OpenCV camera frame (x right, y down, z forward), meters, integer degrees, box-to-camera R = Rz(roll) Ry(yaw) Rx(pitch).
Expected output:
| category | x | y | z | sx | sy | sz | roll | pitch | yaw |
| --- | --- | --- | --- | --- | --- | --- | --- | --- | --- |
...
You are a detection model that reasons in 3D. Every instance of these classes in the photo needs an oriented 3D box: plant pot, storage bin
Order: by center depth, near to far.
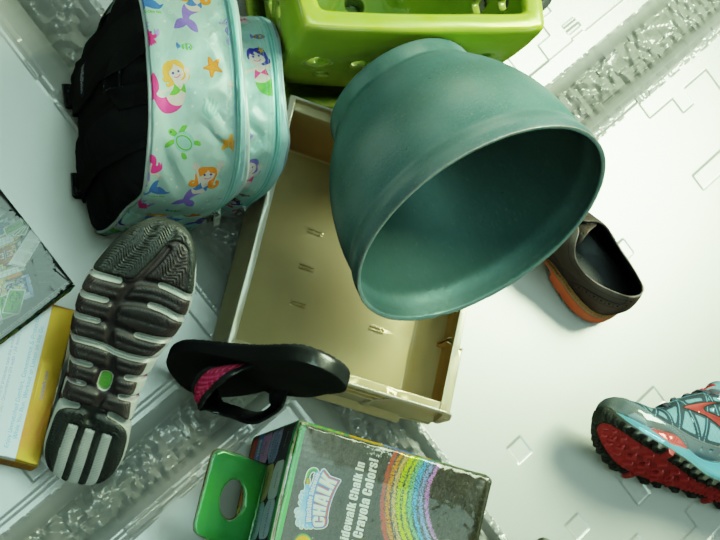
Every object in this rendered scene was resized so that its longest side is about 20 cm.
| category | x | y | z | sx | sy | sz | roll | pitch | yaw |
| --- | --- | --- | --- | --- | --- | --- | --- | --- | --- |
| plant pot | 0.057 | -0.080 | 1.174 | 0.199 | 0.201 | 0.135 | -18 | 59 | -22 |
| plant pot | 0.008 | -0.233 | 1.271 | 0.198 | 0.182 | 0.201 | -2 | 70 | -19 |
| storage bin | 0.000 | 0.000 | 1.274 | 0.197 | 0.094 | 0.202 | 18 | 73 | -15 |

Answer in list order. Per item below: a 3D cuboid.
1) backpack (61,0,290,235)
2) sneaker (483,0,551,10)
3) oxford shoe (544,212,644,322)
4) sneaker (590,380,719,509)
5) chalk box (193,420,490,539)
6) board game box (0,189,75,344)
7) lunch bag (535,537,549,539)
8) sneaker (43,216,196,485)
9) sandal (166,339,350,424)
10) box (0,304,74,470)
| category | x | y | z | sx | sy | sz | roll | pitch | yaw |
| --- | --- | --- | --- | --- | --- | --- | --- | --- | --- |
| backpack | -0.133 | -0.120 | 1.188 | 0.149 | 0.200 | 0.180 | -2 | 79 | -16 |
| sneaker | 0.138 | -0.290 | 1.408 | 0.201 | 0.070 | 0.100 | -66 | 149 | -44 |
| oxford shoe | 0.162 | -0.046 | 1.354 | 0.200 | 0.072 | 0.071 | 46 | 68 | -6 |
| sneaker | 0.276 | 0.136 | 1.366 | 0.199 | 0.079 | 0.096 | 23 | 62 | -23 |
| chalk box | -0.026 | 0.189 | 1.201 | 0.198 | 0.124 | 0.126 | 18 | 74 | -15 |
| board game box | -0.311 | 0.030 | 1.150 | 0.200 | 0.023 | 0.105 | -39 | 94 | -23 |
| lunch bag | 0.187 | 0.315 | 1.265 | 0.198 | 0.117 | 0.166 | 21 | 71 | -21 |
| sneaker | -0.179 | 0.045 | 1.179 | 0.075 | 0.116 | 0.202 | 22 | 99 | -13 |
| sandal | -0.084 | 0.082 | 1.168 | 0.075 | 0.199 | 0.045 | 29 | 70 | -30 |
| box | -0.316 | 0.063 | 1.175 | 0.198 | 0.041 | 0.120 | 16 | 74 | -14 |
